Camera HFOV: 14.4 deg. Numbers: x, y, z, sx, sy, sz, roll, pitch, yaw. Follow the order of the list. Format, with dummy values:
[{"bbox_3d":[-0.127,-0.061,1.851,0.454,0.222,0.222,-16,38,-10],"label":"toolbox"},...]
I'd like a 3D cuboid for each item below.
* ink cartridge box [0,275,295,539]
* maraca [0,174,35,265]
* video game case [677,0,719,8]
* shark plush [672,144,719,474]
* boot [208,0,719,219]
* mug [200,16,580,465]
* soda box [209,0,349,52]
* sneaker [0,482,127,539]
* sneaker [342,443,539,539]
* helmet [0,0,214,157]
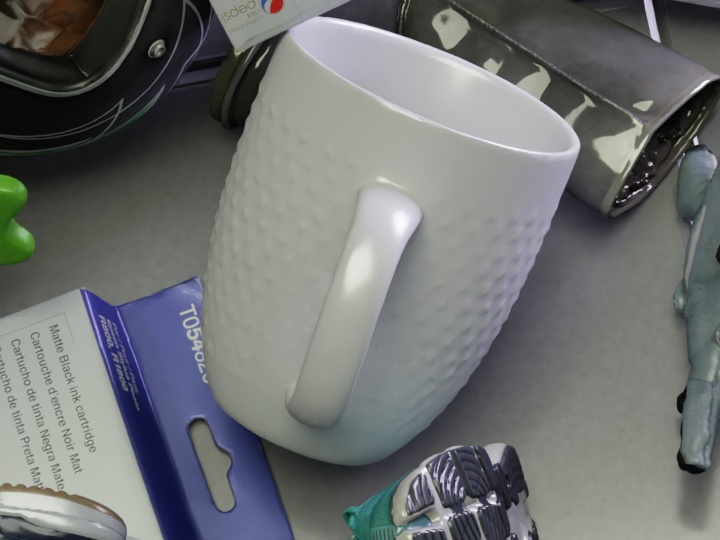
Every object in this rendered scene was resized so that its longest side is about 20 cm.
[{"bbox_3d":[-0.142,0.112,1.348,0.199,0.041,0.200,-21,66,-3],"label":"ink cartridge box"},{"bbox_3d":[-0.243,-0.016,1.347,0.200,0.137,0.107,-25,43,35],"label":"maraca"},{"bbox_3d":[0.190,-0.215,1.441,0.199,0.024,0.183,9,65,-3],"label":"video game case"},{"bbox_3d":[0.168,-0.004,1.341,0.091,0.083,0.200,24,71,16],"label":"shark plush"},{"bbox_3d":[0.051,-0.086,1.406,0.200,0.073,0.182,41,76,14],"label":"boot"},{"bbox_3d":[0.000,0.000,1.288,0.147,0.200,0.176,22,107,-2],"label":"mug"},{"bbox_3d":[-0.036,-0.172,1.345,0.063,0.200,0.068,-23,108,14],"label":"soda box"},{"bbox_3d":[-0.200,0.154,1.232,0.199,0.070,0.109,-3,64,9],"label":"sneaker"},{"bbox_3d":[0.030,0.122,1.246,0.079,0.200,0.078,-16,84,9],"label":"sneaker"},{"bbox_3d":[-0.165,-0.147,1.380,0.190,0.200,0.201,-7,64,-20],"label":"helmet"}]
